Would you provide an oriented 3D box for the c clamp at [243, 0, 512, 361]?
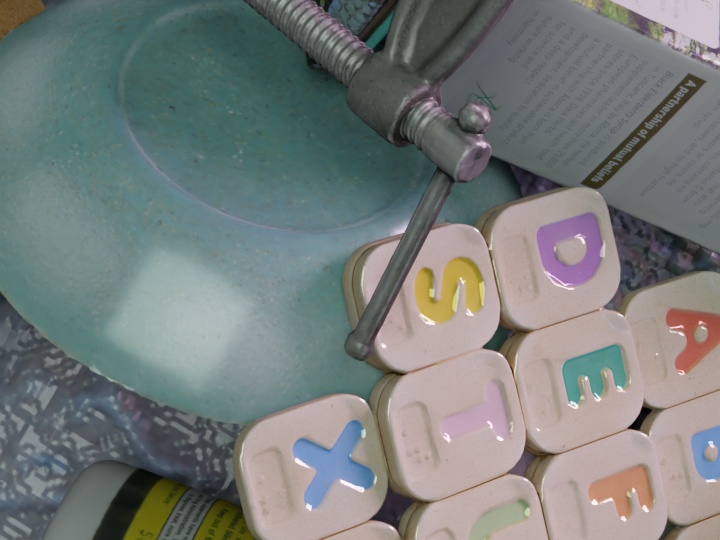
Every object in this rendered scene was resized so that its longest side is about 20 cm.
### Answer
[{"bbox_3d":[-0.019,-0.104,0.622,0.200,0.027,0.171,48,116,27],"label":"c clamp"}]

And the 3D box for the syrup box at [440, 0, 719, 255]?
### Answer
[{"bbox_3d":[0.121,-0.063,0.708,0.199,0.081,0.079,22,50,-18],"label":"syrup box"}]

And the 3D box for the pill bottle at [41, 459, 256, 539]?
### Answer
[{"bbox_3d":[-0.021,0.151,0.730,0.198,0.112,0.113,20,84,5],"label":"pill bottle"}]

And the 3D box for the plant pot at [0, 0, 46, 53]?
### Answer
[{"bbox_3d":[-0.201,-0.034,0.741,0.198,0.186,0.188,-18,82,-16],"label":"plant pot"}]

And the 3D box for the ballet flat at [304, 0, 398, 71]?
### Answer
[{"bbox_3d":[0.029,-0.146,0.642,0.074,0.074,0.200,48,118,7],"label":"ballet flat"}]

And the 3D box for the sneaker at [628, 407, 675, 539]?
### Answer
[{"bbox_3d":[0.121,0.054,0.759,0.198,0.075,0.085,-10,86,-9],"label":"sneaker"}]

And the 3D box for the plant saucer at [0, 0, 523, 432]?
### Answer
[{"bbox_3d":[-0.032,-0.039,0.688,0.199,0.039,0.202,11,48,-12],"label":"plant saucer"}]

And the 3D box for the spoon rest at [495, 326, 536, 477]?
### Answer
[{"bbox_3d":[0.000,0.000,0.740,0.061,0.099,0.200,-45,64,10],"label":"spoon rest"}]

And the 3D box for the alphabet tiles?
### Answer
[{"bbox_3d":[0.056,0.080,0.666,0.194,0.015,0.202,-16,97,-30],"label":"alphabet tiles"}]
